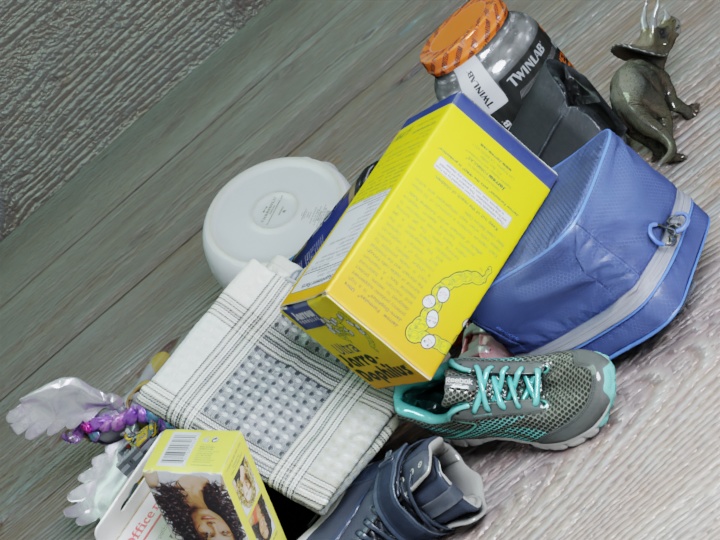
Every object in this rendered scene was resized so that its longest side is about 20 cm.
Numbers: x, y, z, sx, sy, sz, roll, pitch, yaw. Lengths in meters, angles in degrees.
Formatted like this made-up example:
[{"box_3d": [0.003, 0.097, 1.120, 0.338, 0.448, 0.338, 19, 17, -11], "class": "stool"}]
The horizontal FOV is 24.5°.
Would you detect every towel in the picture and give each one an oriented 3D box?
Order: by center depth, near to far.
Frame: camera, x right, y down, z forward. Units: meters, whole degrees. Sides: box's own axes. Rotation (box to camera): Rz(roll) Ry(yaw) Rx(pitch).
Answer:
[{"box_3d": [-0.052, 0.083, 1.366, 0.200, 0.191, 0.035, -48, -23, -34], "class": "towel"}]

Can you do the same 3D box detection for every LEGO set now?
[{"box_3d": [-0.174, 0.184, 1.642, 0.154, 0.116, 0.200, -43, 12, 11], "class": "LEGO set"}]

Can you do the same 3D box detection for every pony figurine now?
[{"box_3d": [-0.286, 0.173, 1.912, 0.192, 0.167, 0.200, -36, 4, 0], "class": "pony figurine"}]

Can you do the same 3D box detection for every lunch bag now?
[{"box_3d": [0.185, -0.005, 1.312, 0.200, 0.132, 0.137, -34, 22, 51], "class": "lunch bag"}]

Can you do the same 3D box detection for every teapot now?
[{"box_3d": [-0.077, -0.023, 1.878, 0.199, 0.147, 0.198, -29, 48, -7], "class": "teapot"}]

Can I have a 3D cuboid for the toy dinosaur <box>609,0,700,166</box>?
[{"box_3d": [0.258, -0.153, 1.517, 0.077, 0.102, 0.201, -29, 24, 37], "class": "toy dinosaur"}]

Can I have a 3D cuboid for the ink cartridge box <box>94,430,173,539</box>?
[{"box_3d": [-0.154, 0.241, 1.410, 0.067, 0.201, 0.118, 21, 57, 20], "class": "ink cartridge box"}]

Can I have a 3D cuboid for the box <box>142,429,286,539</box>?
[{"box_3d": [-0.103, 0.216, 1.324, 0.074, 0.201, 0.050, -2, 38, 24], "class": "box"}]

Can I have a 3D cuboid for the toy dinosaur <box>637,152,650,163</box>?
[{"box_3d": [0.206, -0.071, 1.518, 0.107, 0.060, 0.199, -53, 20, -19], "class": "toy dinosaur"}]

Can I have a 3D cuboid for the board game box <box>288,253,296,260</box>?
[{"box_3d": [-0.019, 0.028, 1.700, 0.199, 0.105, 0.103, -32, 22, 30], "class": "board game box"}]

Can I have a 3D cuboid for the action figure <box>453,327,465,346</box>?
[{"box_3d": [0.076, 0.040, 1.551, 0.199, 0.051, 0.066, -10, 62, 43], "class": "action figure"}]

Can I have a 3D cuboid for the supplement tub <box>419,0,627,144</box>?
[{"box_3d": [0.154, -0.160, 1.591, 0.122, 0.200, 0.123, -38, 20, 17], "class": "supplement tub"}]

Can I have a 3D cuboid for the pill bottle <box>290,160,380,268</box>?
[{"box_3d": [0.000, 0.000, 1.511, 0.200, 0.111, 0.112, -48, 12, 40], "class": "pill bottle"}]

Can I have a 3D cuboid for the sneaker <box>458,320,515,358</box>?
[{"box_3d": [0.110, 0.030, 1.423, 0.201, 0.105, 0.075, -53, 10, -27], "class": "sneaker"}]

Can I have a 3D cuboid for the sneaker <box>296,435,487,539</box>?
[{"box_3d": [0.016, 0.213, 1.291, 0.146, 0.077, 0.203, -27, 25, 47], "class": "sneaker"}]

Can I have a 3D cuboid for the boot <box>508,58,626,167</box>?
[{"box_3d": [0.132, -0.110, 1.506, 0.065, 0.165, 0.201, -34, -20, -44], "class": "boot"}]

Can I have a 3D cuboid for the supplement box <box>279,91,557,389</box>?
[{"box_3d": [0.045, -0.021, 1.301, 0.201, 0.109, 0.109, -56, 14, -19], "class": "supplement box"}]

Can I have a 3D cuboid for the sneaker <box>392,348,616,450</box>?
[{"box_3d": [0.105, 0.099, 1.283, 0.199, 0.091, 0.079, -16, 68, 42], "class": "sneaker"}]

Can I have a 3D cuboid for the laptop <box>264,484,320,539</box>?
[{"box_3d": [-0.052, 0.145, 1.508, 0.188, 0.116, 0.200, -49, 20, -17], "class": "laptop"}]
